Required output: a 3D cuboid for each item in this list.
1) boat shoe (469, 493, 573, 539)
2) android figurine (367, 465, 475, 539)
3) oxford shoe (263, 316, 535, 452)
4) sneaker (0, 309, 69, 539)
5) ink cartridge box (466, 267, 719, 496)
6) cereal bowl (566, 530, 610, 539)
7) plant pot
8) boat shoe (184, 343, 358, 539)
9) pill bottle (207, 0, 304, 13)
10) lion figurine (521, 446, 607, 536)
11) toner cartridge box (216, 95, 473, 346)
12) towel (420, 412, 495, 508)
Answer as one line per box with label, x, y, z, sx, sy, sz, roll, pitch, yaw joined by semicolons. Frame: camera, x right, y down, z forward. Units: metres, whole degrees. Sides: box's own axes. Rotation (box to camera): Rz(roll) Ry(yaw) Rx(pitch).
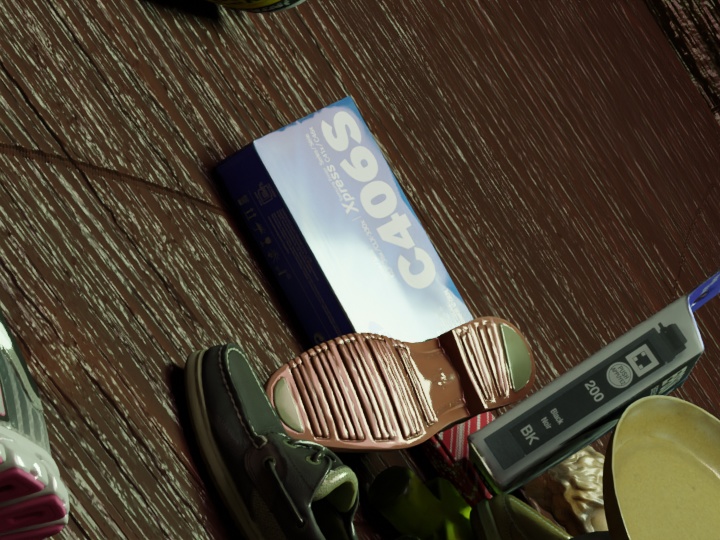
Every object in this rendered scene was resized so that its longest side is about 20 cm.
boat shoe;0.144;0.192;1.661;0.200;0.076;0.072;46;22;-35
android figurine;0.072;0.206;1.632;0.200;0.041;0.182;49;19;-35
oxford shoe;0.012;0.076;1.583;0.200;0.074;0.071;-5;74;-42
sneaker;-0.183;0.037;1.080;0.200;0.074;0.088;49;19;-51
ink cartridge box;0.156;0.069;1.672;0.043;0.200;0.198;55;-2;8
cereal bowl;0.166;0.250;1.578;0.200;0.083;0.200;1;88;-42
plant pot;0.202;0.165;1.570;0.200;0.027;0.200;35;36;-30
boat shoe;-0.030;0.121;1.415;0.072;0.066;0.201;28;36;-62
pill bottle;-0.076;-0.226;1.789;0.111;0.111;0.200;64;17;9
lion figurine;0.168;0.209;1.876;0.122;0.072;0.200;31;37;-48
toner cartridge box;0.000;0.000;1.687;0.095;0.043;0.200;-29;90;-42
towel;0.039;0.071;1.797;0.200;0.022;0.145;56;17;-20
